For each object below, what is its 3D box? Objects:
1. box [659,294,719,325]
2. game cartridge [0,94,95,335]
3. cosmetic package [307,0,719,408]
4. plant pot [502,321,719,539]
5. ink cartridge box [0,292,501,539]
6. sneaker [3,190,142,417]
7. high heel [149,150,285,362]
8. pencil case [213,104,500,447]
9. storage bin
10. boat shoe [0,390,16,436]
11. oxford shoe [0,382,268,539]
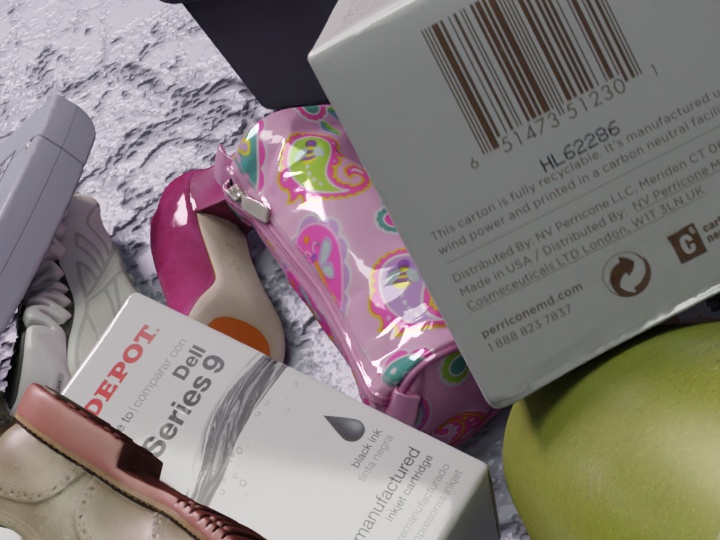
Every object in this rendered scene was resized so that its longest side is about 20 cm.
[{"bbox_3d":[0.200,0.009,0.887,0.199,0.042,0.120,0,51,34],"label":"box"},{"bbox_3d":[-0.214,0.000,1.050,0.133,0.041,0.201,-27,34,46],"label":"game cartridge"},{"bbox_3d":[0.091,-0.074,0.825,0.166,0.167,0.200,-27,12,11],"label":"cosmetic package"},{"bbox_3d":[0.147,0.097,0.756,0.187,0.188,0.200,-44,28,-13],"label":"plant pot"},{"bbox_3d":[-0.057,0.121,0.862,0.199,0.084,0.146,24,65,22],"label":"ink cartridge box"},{"bbox_3d":[-0.155,0.021,1.074,0.080,0.076,0.201,9,30,-11],"label":"sneaker"},{"bbox_3d":[-0.094,0.026,1.043,0.096,0.067,0.202,-31,47,40],"label":"high heel"},{"bbox_3d":[0.000,0.000,0.958,0.087,0.088,0.200,-34,54,-2],"label":"pencil case"},{"bbox_3d":[-0.045,-0.200,1.156,0.144,0.135,0.201,-7,47,25],"label":"storage bin"},{"bbox_3d":[-0.233,0.145,0.994,0.062,0.073,0.201,10,56,40],"label":"boat shoe"},{"bbox_3d":[-0.081,0.128,0.781,0.199,0.070,0.075,33,85,28],"label":"oxford shoe"}]
